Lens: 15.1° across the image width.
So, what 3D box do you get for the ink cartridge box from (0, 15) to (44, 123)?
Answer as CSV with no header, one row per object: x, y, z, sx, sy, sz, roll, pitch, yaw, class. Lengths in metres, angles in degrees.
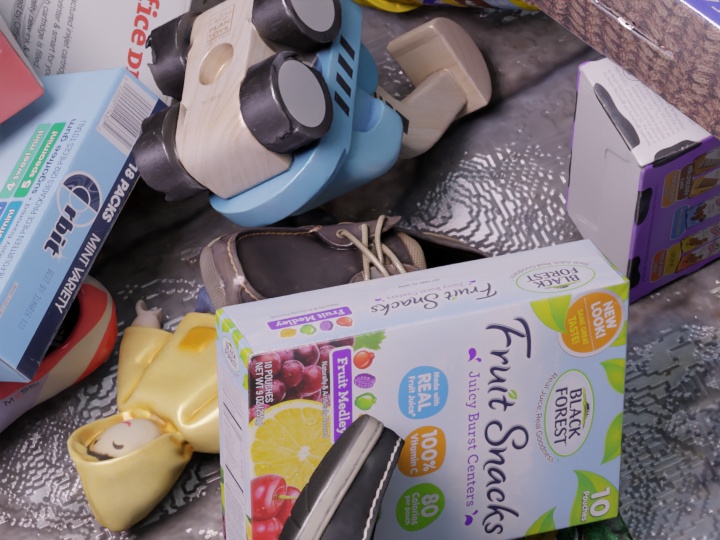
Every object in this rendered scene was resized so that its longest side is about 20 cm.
-0.278,-0.087,1.411,0.200,0.068,0.117,-35,47,-1,ink cartridge box

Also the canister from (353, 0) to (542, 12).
0.033,-0.201,1.472,0.148,0.200,0.087,35,79,-28,canister

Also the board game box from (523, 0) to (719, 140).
0.198,-0.184,1.350,0.159,0.097,0.200,38,70,21,board game box

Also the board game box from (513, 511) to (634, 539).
0.060,0.093,1.451,0.105,0.023,0.200,-24,65,-11,board game box

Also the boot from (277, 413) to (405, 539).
0.020,0.185,1.281,0.154,0.073,0.204,23,89,-3,boot

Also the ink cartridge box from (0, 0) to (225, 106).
-0.172,-0.164,1.514,0.200,0.147,0.083,23,31,13,ink cartridge box

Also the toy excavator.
-0.012,-0.087,1.447,0.100,0.200,0.195,-23,45,34,toy excavator

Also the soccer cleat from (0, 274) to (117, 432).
-0.214,0.070,1.442,0.200,0.076,0.067,-38,68,-10,soccer cleat

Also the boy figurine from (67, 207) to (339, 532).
-0.087,0.050,1.450,0.124,0.064,0.200,24,64,40,boy figurine

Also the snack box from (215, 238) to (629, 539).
0.031,0.072,1.347,0.200,0.142,0.053,-10,31,-18,snack box

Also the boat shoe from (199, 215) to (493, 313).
0.000,0.000,1.385,0.073,0.200,0.075,-38,65,31,boat shoe

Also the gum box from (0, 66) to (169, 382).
-0.210,-0.024,1.448,0.200,0.045,0.170,-1,56,48,gum box

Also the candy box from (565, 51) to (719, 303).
0.215,-0.084,1.447,0.200,0.168,0.072,-26,67,-10,candy box
